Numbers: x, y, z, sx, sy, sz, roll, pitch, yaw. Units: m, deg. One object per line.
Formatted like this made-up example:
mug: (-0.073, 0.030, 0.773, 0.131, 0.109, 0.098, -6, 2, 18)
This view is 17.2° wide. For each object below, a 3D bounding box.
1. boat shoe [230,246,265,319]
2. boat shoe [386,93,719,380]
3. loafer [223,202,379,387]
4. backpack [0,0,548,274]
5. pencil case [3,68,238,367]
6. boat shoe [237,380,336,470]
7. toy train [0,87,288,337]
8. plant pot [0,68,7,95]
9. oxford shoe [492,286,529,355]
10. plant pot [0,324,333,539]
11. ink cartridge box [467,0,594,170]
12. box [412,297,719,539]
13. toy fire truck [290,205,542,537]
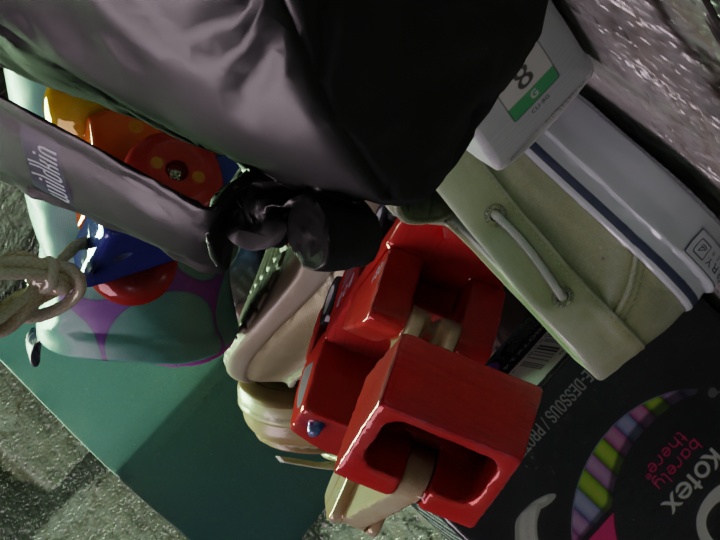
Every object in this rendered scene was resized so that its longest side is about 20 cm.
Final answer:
boat shoe: (-0.079, -0.029, 1.142, 0.066, 0.072, 0.201, 58, 175, -38)
boat shoe: (0.027, -0.044, 0.749, 0.200, 0.062, 0.072, 41, 175, 32)
loafer: (0.000, 0.000, 0.958, 0.068, 0.076, 0.200, 25, 150, -8)
backpack: (-0.060, -0.103, 0.518, 0.200, 0.127, 0.167, 18, 139, 45)
pencil case: (-0.098, -0.063, 0.924, 0.092, 0.085, 0.201, -133, 36, -66)
boat shoe: (0.034, 0.071, 1.075, 0.200, 0.063, 0.073, 1, -160, -30)
toy train: (-0.091, -0.052, 0.817, 0.116, 0.200, 0.085, 65, 155, 14)
plant pot: (-0.237, -0.119, 1.116, 0.187, 0.187, 0.200, 46, 160, -28)
oxford shoe: (0.105, 0.045, 0.985, 0.200, 0.071, 0.073, 47, 145, 12)
plant pot: (-0.056, 0.031, 1.231, 0.141, 0.200, 0.141, 39, 173, 41)
ink cartridge box: (-0.034, -0.126, 0.652, 0.161, 0.050, 0.200, 38, 175, 38)
box: (0.126, 0.104, 0.875, 0.200, 0.122, 0.106, 43, 175, -8)
toy fire truck: (0.014, 0.038, 0.817, 0.049, 0.141, 0.200, 21, 150, -7)
